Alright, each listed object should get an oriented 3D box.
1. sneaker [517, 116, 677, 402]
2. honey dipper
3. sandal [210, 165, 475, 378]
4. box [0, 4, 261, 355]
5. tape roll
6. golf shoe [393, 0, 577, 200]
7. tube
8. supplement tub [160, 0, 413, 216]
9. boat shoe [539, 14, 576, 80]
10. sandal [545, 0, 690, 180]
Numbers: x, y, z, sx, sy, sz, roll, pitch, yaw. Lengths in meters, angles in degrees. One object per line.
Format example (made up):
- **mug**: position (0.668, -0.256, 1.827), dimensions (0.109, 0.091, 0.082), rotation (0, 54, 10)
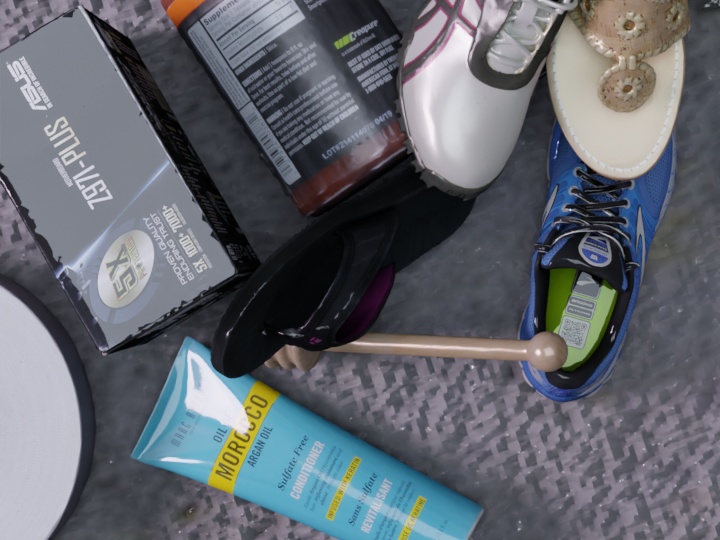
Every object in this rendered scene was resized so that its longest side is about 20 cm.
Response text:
- **sneaker**: position (0.137, -0.022, 1.451), dimensions (0.078, 0.089, 0.201), rotation (9, 91, 0)
- **honey dipper**: position (0.021, 0.042, 1.445), dimensions (0.199, 0.038, 0.038), rotation (3, 91, 25)
- **sandal**: position (0.000, -0.001, 1.424), dimensions (0.200, 0.075, 0.048), rotation (-36, 58, -28)
- **box**: position (-0.134, -0.047, 1.403), dimensions (0.086, 0.200, 0.164), rotation (-30, 90, 2)
- **tape roll**: position (-0.254, 0.092, 1.476), dimensions (0.200, 0.066, 0.201), rotation (0, 90, 2)
- **golf shoe**: position (0.074, -0.137, 1.377), dimensions (0.077, 0.088, 0.201), rotation (13, 90, -21)
- **tube**: position (-0.028, 0.116, 1.484), dimensions (0.200, 0.050, 0.078), rotation (25, 84, 6)
- **supplement tub**: position (-0.042, -0.138, 1.447), dimensions (0.107, 0.107, 0.200), rotation (-33, 89, 2)
- **boat shoe**: position (0.148, -0.160, 1.459), dimensions (0.200, 0.073, 0.065), rotation (-39, 125, 12)
- **sandal**: position (0.141, -0.157, 1.381), dimensions (0.077, 0.070, 0.212), rotation (7, 89, 7)
